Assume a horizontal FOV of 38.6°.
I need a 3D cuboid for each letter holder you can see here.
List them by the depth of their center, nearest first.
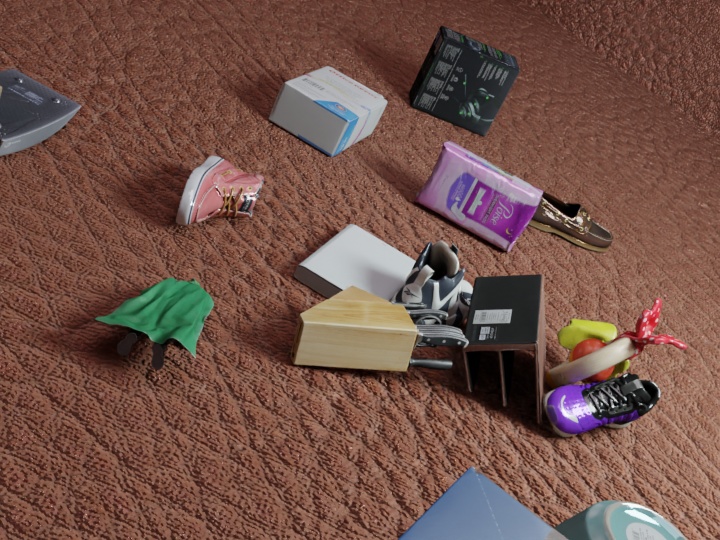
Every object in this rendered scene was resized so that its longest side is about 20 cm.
[{"bbox_3d":[0.208,0.113,1.447,0.100,0.142,0.200,-3,26,13],"label":"letter holder"}]

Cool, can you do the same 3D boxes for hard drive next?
[{"bbox_3d":[-0.501,-0.224,1.457,0.135,0.042,0.200,28,28,4],"label":"hard drive"},{"bbox_3d":[0.000,0.000,1.522,0.132,0.026,0.200,31,27,9],"label":"hard drive"}]

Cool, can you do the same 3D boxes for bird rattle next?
[{"bbox_3d":[0.354,0.124,1.468,0.163,0.200,0.113,-26,93,-26],"label":"bird rattle"}]

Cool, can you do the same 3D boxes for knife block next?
[{"bbox_3d":[0.032,0.090,1.316,0.175,0.064,0.200,23,25,22],"label":"knife block"}]

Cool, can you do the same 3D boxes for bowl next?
[{"bbox_3d":[0.290,0.329,1.121,0.201,0.105,0.201,20,29,-11],"label":"bowl"}]

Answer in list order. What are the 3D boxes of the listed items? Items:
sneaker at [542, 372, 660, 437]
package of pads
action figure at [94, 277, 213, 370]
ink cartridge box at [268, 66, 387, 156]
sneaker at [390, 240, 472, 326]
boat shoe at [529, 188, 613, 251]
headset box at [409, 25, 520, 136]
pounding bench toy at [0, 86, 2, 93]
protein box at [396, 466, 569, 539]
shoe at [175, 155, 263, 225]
[{"bbox_3d":[0.339,0.175,1.413,0.200,0.100,0.070,0,62,-42],"label":"sneaker"},{"bbox_3d":[0.209,-0.131,1.822,0.200,0.121,0.076,30,22,7],"label":"package of pads"},{"bbox_3d":[-0.222,0.052,1.211,0.118,0.055,0.200,25,21,0],"label":"action figure"},{"bbox_3d":[-0.057,-0.301,1.926,0.144,0.085,0.200,32,29,9],"label":"ink cartridge box"},{"bbox_3d":[0.126,0.013,1.494,0.199,0.130,0.079,-9,44,-48],"label":"sneaker"},{"bbox_3d":[0.408,-0.098,1.993,0.200,0.070,0.070,19,27,-16],"label":"boat shoe"},{"bbox_3d":[0.234,-0.416,2.275,0.200,0.174,0.093,20,29,-11],"label":"headset box"},{"bbox_3d":[-0.569,-0.183,1.241,0.200,0.124,0.156,23,28,-6],"label":"pounding bench toy"},{"bbox_3d":[0.062,0.310,0.852,0.135,0.200,0.199,36,29,17],"label":"protein box"},{"bbox_3d":[-0.198,-0.108,1.486,0.091,0.072,0.200,19,23,-1],"label":"shoe"}]
